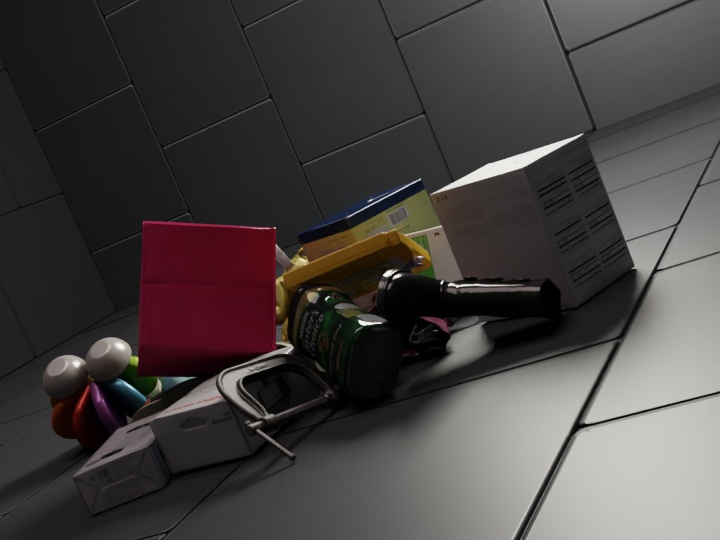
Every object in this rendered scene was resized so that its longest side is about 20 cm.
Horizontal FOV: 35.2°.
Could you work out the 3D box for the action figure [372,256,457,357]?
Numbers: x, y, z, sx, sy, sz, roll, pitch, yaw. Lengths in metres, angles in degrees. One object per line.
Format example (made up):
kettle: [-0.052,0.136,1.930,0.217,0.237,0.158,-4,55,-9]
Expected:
action figure: [0.085,0.070,1.642,0.149,0.134,0.200,-49,2,21]

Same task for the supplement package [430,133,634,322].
supplement package: [0.239,-0.056,1.580,0.147,0.201,0.191,-28,10,-38]

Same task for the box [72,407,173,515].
box: [-0.308,0.259,1.581,0.116,0.060,0.200,-23,8,7]

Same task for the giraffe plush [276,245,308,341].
giraffe plush: [-0.094,0.057,2.063,0.172,0.201,0.162,-26,-21,1]

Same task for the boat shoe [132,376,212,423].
boat shoe: [-0.274,0.210,1.799,0.199,0.071,0.063,-24,3,29]

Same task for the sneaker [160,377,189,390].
sneaker: [-0.308,0.180,2.039,0.074,0.082,0.200,-22,8,6]

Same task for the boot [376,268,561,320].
boot: [0.140,0.036,1.440,0.199,0.066,0.165,5,4,27]

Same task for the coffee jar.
coffee jar: [-0.026,0.089,1.516,0.085,0.105,0.200,-1,17,-29]

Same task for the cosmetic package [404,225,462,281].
cosmetic package: [0.167,-0.024,1.794,0.199,0.108,0.085,-15,-5,20]

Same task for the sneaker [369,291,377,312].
sneaker: [0.068,0.060,1.736,0.199,0.085,0.073,-23,6,-8]

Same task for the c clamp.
c clamp: [-0.095,0.169,1.457,0.170,0.027,0.200,31,27,23]

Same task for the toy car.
toy car: [-0.439,0.226,1.940,0.199,0.175,0.150,-22,42,8]

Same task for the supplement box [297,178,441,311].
supplement box: [0.037,-0.017,1.911,0.200,0.201,0.134,-30,10,-41]

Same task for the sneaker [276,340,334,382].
sneaker: [-0.059,0.130,1.711,0.199,0.077,0.088,-4,15,46]

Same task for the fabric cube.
fabric cube: [-0.237,0.049,1.725,0.198,0.201,0.196,2,-18,-10]

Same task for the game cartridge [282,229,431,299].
game cartridge: [0.000,0.000,1.650,0.176,0.033,0.200,-23,-13,13]

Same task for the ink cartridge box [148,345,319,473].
ink cartridge box: [-0.170,0.189,1.555,0.145,0.084,0.200,-18,9,30]
